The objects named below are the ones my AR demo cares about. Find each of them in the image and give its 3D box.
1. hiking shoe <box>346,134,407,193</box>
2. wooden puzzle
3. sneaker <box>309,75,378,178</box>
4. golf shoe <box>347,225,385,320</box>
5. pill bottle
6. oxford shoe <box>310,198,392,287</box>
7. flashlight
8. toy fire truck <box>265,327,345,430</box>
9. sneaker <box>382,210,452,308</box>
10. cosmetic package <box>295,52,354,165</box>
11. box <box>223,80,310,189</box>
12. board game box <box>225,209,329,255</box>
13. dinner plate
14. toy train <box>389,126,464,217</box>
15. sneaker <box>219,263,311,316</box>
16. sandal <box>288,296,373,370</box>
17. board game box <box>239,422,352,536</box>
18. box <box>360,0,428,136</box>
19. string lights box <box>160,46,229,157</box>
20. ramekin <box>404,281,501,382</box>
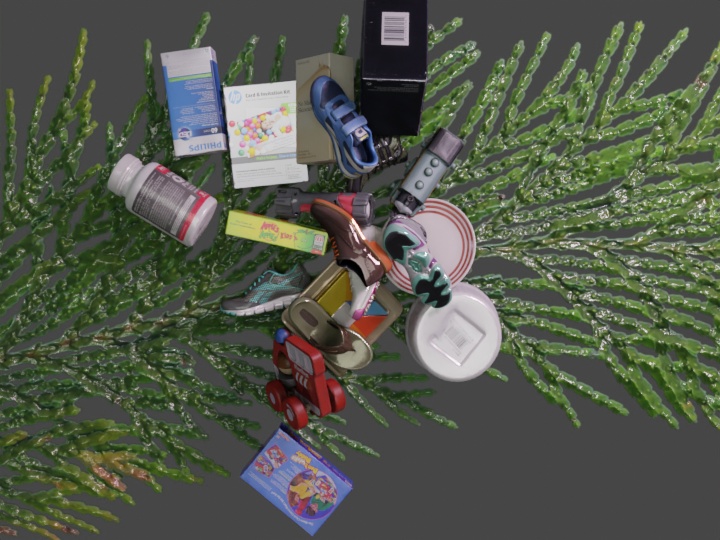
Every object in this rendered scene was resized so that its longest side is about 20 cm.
[{"bbox_3d":[0.042,-0.228,1.627,0.100,0.076,0.202,26,94,1],"label":"hiking shoe"},{"bbox_3d":[-0.032,0.086,1.641,0.200,0.037,0.185,-47,108,-8],"label":"wooden puzzle"},{"bbox_3d":[-0.024,-0.268,1.509,0.074,0.082,0.201,-36,110,-25],"label":"sneaker"},{"bbox_3d":[0.000,0.000,1.601,0.091,0.075,0.202,19,65,-2],"label":"golf shoe"},{"bbox_3d":[-0.394,-0.143,1.617,0.199,0.111,0.111,31,95,-3],"label":"pill bottle"},{"bbox_3d":[-0.032,-0.055,1.544,0.200,0.071,0.072,43,71,11],"label":"oxford shoe"},{"bbox_3d":[-0.071,-0.124,1.623,0.198,0.068,0.068,2,67,18],"label":"flashlight"},{"bbox_3d":[-0.118,0.201,1.606,0.111,0.199,0.170,-19,115,-26],"label":"toy fire truck"},{"bbox_3d":[0.117,-0.033,1.588,0.077,0.140,0.201,-26,114,19],"label":"sneaker"},{"bbox_3d":[-0.069,-0.311,1.592,0.103,0.073,0.203,0,93,44],"label":"cosmetic package"},{"bbox_3d":[-0.187,-0.271,1.640,0.154,0.041,0.203,-5,95,0],"label":"box"},{"bbox_3d":[-0.162,-0.077,1.628,0.198,0.102,0.048,13,96,-2],"label":"board game box"},{"bbox_3d":[0.134,-0.046,1.648,0.198,0.024,0.203,-3,77,11],"label":"dinner plate"},{"bbox_3d":[0.128,-0.192,1.605,0.085,0.114,0.201,36,86,-2],"label":"toy train"},{"bbox_3d":[-0.191,0.038,1.659,0.198,0.078,0.092,-13,92,-8],"label":"sneaker"},{"bbox_3d":[-0.060,0.132,1.597,0.200,0.057,0.080,38,90,-18],"label":"sandal"},{"bbox_3d":[-0.133,0.436,1.707,0.200,0.045,0.135,40,94,-4],"label":"board game box"},{"bbox_3d":[0.060,-0.386,1.521,0.122,0.199,0.202,2,70,1],"label":"box"},{"bbox_3d":[-0.328,-0.332,1.624,0.101,0.059,0.203,-7,96,1],"label":"string lights box"},{"bbox_3d":[0.191,0.127,1.652,0.198,0.098,0.203,0,96,-1],"label":"ramekin"}]
